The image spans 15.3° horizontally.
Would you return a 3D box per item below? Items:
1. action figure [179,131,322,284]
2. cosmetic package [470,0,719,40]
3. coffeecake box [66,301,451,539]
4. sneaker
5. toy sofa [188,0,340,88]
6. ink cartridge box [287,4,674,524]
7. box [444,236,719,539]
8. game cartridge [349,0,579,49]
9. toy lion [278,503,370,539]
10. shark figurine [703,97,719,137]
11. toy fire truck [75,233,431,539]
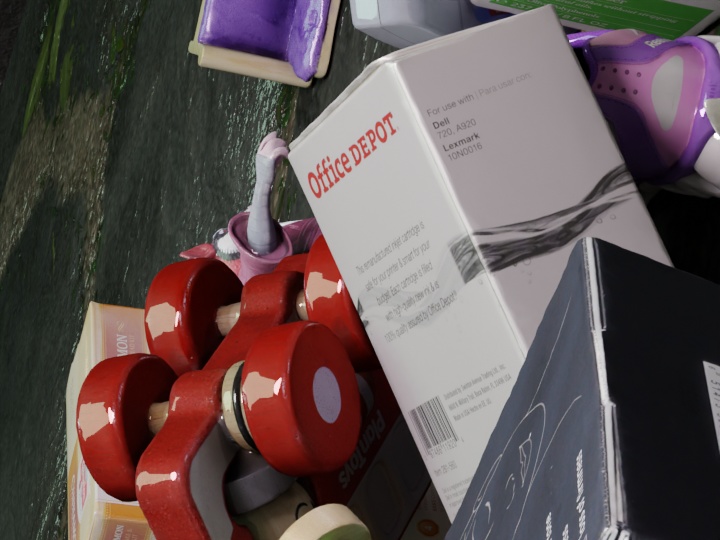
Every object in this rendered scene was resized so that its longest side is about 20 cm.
[{"bbox_3d":[0.000,0.000,1.370,0.200,0.134,0.149,-9,90,33],"label":"action figure"},{"bbox_3d":[0.130,-0.170,1.116,0.200,0.107,0.085,142,137,-69],"label":"cosmetic package"},{"bbox_3d":[-0.045,0.103,1.362,0.154,0.200,0.073,-97,20,-48],"label":"coffeecake box"},{"bbox_3d":[0.102,-0.068,1.179,0.200,0.088,0.081,160,119,-73],"label":"sneaker"},{"bbox_3d":[-0.054,-0.231,1.837,0.098,0.083,0.200,-144,66,-74],"label":"toy sofa"},{"bbox_3d":[0.061,0.008,1.111,0.200,0.084,0.146,66,158,5],"label":"ink cartridge box"},{"bbox_3d":[0.088,0.129,0.829,0.200,0.124,0.197,-85,17,-65],"label":"box"},{"bbox_3d":[0.056,-0.166,1.233,0.041,0.200,0.133,-9,94,34],"label":"game cartridge"},{"bbox_3d":[-0.007,0.199,1.179,0.200,0.192,0.069,-47,56,-2],"label":"toy lion"},{"bbox_3d":[0.152,-0.072,0.957,0.128,0.089,0.215,141,123,-60],"label":"shark figurine"},{"bbox_3d":[-0.031,0.085,1.213,0.168,0.112,0.200,65,-150,-23],"label":"toy fire truck"}]
